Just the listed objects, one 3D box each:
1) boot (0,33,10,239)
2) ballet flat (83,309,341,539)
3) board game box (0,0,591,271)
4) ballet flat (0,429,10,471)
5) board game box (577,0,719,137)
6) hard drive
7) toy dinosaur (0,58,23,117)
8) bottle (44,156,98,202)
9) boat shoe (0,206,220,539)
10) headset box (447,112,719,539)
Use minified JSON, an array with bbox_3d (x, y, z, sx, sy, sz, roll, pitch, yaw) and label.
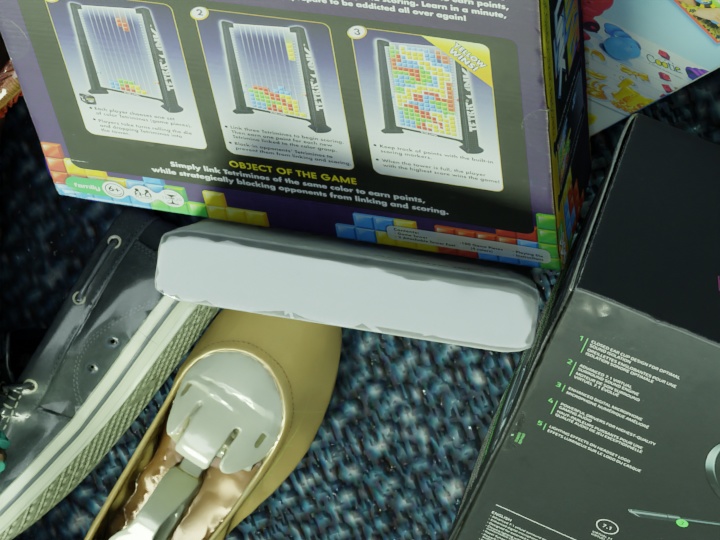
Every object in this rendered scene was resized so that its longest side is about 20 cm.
[{"bbox_3d":[-0.186,-0.083,0.899,0.066,0.175,0.201,9,108,2],"label":"boot"},{"bbox_3d":[-0.071,0.091,0.957,0.069,0.063,0.200,32,108,7],"label":"ballet flat"},{"bbox_3d":[-0.024,-0.084,0.743,0.199,0.057,0.166,9,142,15],"label":"board game box"},{"bbox_3d":[-0.208,0.054,0.933,0.070,0.200,0.067,-44,125,-3],"label":"ballet flat"},{"bbox_3d":[0.089,-0.131,0.765,0.105,0.103,0.200,34,144,-23],"label":"board game box"},{"bbox_3d":[0.000,0.000,0.832,0.131,0.200,0.027,9,95,2],"label":"hard drive"},{"bbox_3d":[-0.071,-0.165,0.867,0.199,0.105,0.182,-6,61,15],"label":"toy dinosaur"},{"bbox_3d":[-0.033,-0.066,0.910,0.199,0.065,0.084,4,91,16],"label":"bottle"},{"bbox_3d":[-0.136,0.055,0.965,0.062,0.075,0.200,41,103,7],"label":"boat shoe"},{"bbox_3d":[0.145,0.055,0.810,0.174,0.093,0.200,21,142,3],"label":"headset box"}]
